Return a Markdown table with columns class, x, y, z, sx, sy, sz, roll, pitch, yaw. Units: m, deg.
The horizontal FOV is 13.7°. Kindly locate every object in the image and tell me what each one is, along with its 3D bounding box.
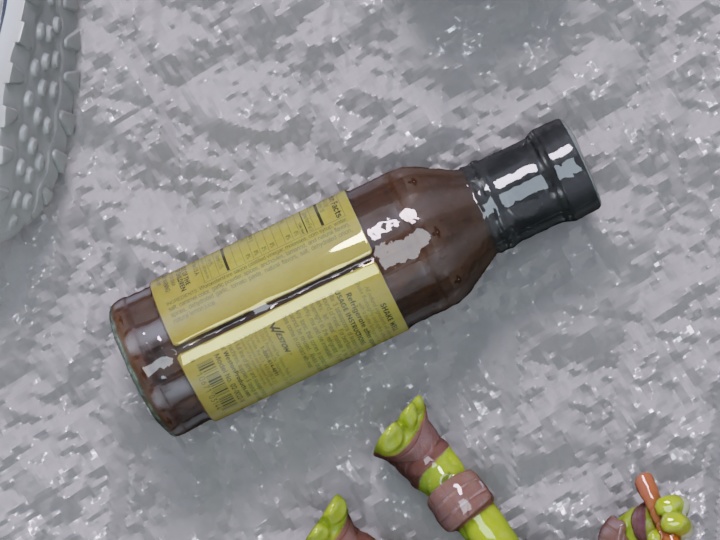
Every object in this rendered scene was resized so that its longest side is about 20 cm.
| class | x | y | z | sx | sy | sz | roll | pitch | yaw |
| --- | --- | --- | --- | --- | --- | --- | --- | --- | --- |
| sauce bottle | 0.000 | 0.000 | 1.207 | 0.200 | 0.065 | 0.065 | -24 | 92 | 1 |
| sneaker | -0.160 | -0.110 | 1.206 | 0.080 | 0.076 | 0.200 | 1 | 88 | 11 |
| turtle figurine | 0.067 | 0.124 | 1.213 | 0.161 | 0.064 | 0.200 | 39 | 100 | 6 |
